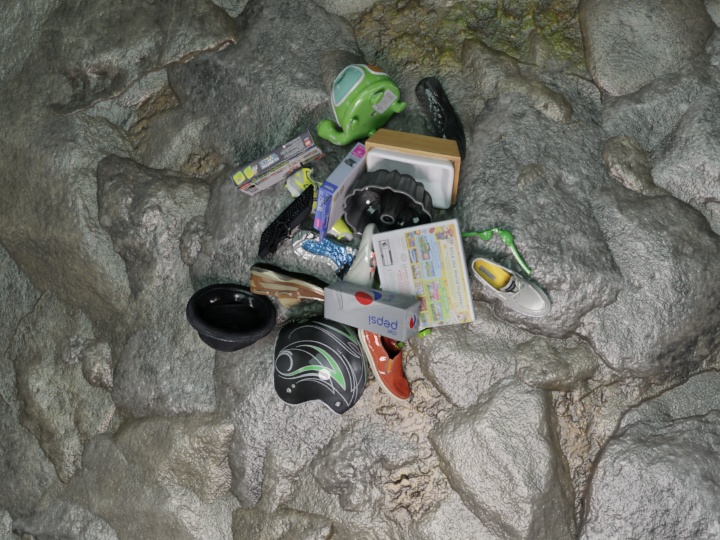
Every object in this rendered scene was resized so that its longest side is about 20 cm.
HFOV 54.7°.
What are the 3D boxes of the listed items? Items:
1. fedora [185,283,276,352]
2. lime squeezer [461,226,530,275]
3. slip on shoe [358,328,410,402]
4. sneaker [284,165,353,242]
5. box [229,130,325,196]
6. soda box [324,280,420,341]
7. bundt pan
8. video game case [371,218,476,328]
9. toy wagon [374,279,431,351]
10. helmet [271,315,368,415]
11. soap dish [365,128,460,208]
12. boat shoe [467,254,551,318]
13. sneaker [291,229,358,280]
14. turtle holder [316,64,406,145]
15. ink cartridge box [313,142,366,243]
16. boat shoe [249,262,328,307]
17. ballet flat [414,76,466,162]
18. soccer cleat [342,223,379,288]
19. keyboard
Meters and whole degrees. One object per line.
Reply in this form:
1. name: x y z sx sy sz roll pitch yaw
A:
1. fedora: -0.287 0.117 1.532 0.198 0.201 0.093 26 128 10
2. lime squeezer: 0.279 -0.061 1.482 0.196 0.038 0.072 22 123 10
3. slip on shoe: 0.061 0.190 1.458 0.060 0.074 0.203 -15 109 30
4. sneaker: -0.081 -0.146 1.527 0.076 0.075 0.200 -44 82 6
5. box: -0.179 -0.233 1.530 0.197 0.110 0.035 -28 83 7
6. soda box: 0.021 0.078 1.391 0.197 0.063 0.070 15 112 33
7. bundt pan: 0.066 -0.134 1.449 0.197 0.204 0.077 13 57 11
8. video game case: 0.125 0.012 1.380 0.178 0.023 0.205 -9 97 22
9. toy wagon: 0.100 0.074 1.501 0.197 0.040 0.158 -25 83 8
10. helmet: -0.076 0.197 1.454 0.186 0.200 0.205 0 87 11
11. soap dish: 0.111 -0.215 1.457 0.196 0.158 0.083 11 60 10
12. boat shoe: 0.311 0.033 1.444 0.199 0.070 0.071 37 96 5
13. sneaker: -0.059 -0.039 1.521 0.198 0.087 0.076 30 100 -13
14. turtle holder: -0.003 -0.356 1.505 0.133 0.139 0.187 54 137 23
15. ink cartridge box: -0.045 -0.163 1.448 0.041 0.120 0.201 25 52 10
16. boat shoe: -0.155 0.042 1.537 0.196 0.076 0.075 16 100 13
17. ballet flat: 0.177 -0.322 1.507 0.066 0.057 0.204 -17 84 -34
18. soccer cleat: 0.000 0.000 1.463 0.076 0.069 0.205 10 103 20
19. keyboard: -0.170 -0.102 1.493 0.199 0.039 0.106 -41 39 37
